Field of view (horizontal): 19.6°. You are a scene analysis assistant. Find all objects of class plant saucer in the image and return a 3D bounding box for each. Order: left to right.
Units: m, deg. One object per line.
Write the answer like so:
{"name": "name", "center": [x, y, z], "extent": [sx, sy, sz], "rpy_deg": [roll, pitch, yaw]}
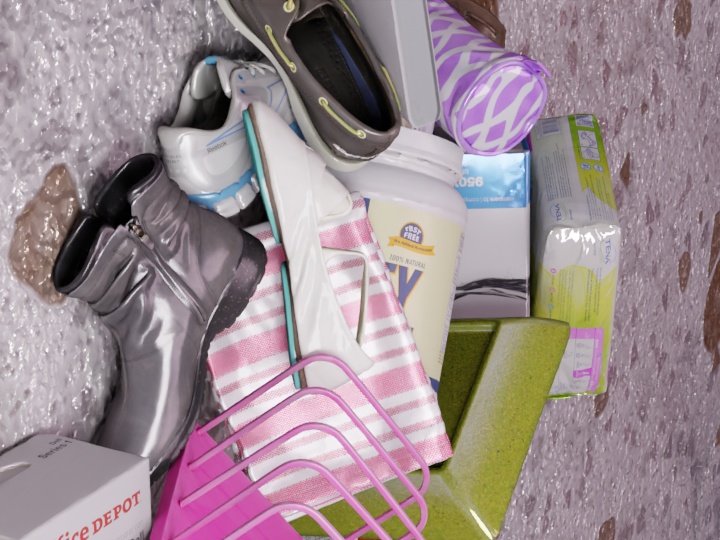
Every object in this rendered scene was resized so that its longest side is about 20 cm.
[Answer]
{"name": "plant saucer", "center": [0.042, 0.109, 1.594], "extent": [0.048, 0.199, 0.201], "rpy_deg": [51, 50, -38]}

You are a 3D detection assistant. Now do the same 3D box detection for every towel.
{"name": "towel", "center": [-0.033, 0.060, 1.427], "extent": [0.030, 0.145, 0.201], "rpy_deg": [-146, -144, -81]}

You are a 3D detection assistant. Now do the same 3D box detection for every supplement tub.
{"name": "supplement tub", "center": [0.000, 0.000, 1.528], "extent": [0.145, 0.144, 0.202], "rpy_deg": [23, 75, -63]}

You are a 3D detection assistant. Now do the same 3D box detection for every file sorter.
{"name": "file sorter", "center": [-0.036, 0.164, 1.302], "extent": [0.139, 0.125, 0.200], "rpy_deg": [50, 18, -17]}

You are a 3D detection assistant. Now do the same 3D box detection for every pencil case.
{"name": "pencil case", "center": [0.057, -0.165, 1.548], "extent": [0.086, 0.200, 0.084], "rpy_deg": [-46, 140, 4]}

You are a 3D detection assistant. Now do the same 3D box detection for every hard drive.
{"name": "hard drive", "center": [-0.002, -0.197, 1.450], "extent": [0.026, 0.200, 0.133], "rpy_deg": [-19, 122, -15]}

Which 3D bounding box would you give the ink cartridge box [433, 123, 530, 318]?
{"name": "ink cartridge box", "center": [0.097, -0.019, 1.733], "extent": [0.145, 0.084, 0.202], "rpy_deg": [-91, 179, -73]}

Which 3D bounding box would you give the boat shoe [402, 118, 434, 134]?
{"name": "boat shoe", "center": [0.015, -0.073, 1.649], "extent": [0.062, 0.072, 0.202], "rpy_deg": [2, 97, -27]}

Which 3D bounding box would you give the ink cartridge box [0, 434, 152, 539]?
{"name": "ink cartridge box", "center": [-0.193, 0.219, 1.254], "extent": [0.146, 0.084, 0.201], "rpy_deg": [-32, 126, -58]}

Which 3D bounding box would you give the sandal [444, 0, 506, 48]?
{"name": "sandal", "center": [0.082, -0.200, 1.659], "extent": [0.202, 0.057, 0.080], "rpy_deg": [70, 16, 8]}

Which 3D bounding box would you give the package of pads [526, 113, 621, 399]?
{"name": "package of pads", "center": [0.172, -0.007, 1.746], "extent": [0.155, 0.068, 0.201], "rpy_deg": [-94, -177, -48]}

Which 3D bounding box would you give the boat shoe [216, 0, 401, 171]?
{"name": "boat shoe", "center": [-0.037, -0.166, 1.403], "extent": [0.072, 0.061, 0.202], "rpy_deg": [-32, 91, -33]}

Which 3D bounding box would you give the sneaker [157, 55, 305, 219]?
{"name": "sneaker", "center": [-0.076, -0.120, 1.430], "extent": [0.200, 0.075, 0.087], "rpy_deg": [-56, 137, -44]}

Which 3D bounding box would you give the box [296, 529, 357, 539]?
{"name": "box", "center": [-0.031, 0.251, 1.557], "extent": [0.200, 0.041, 0.039], "rpy_deg": [-82, 152, -60]}

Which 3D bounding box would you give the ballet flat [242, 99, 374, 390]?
{"name": "ballet flat", "center": [-0.030, -0.019, 1.380], "extent": [0.069, 0.069, 0.202], "rpy_deg": [-26, 107, -60]}

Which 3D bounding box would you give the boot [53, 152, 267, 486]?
{"name": "boot", "center": [-0.152, 0.035, 1.330], "extent": [0.131, 0.070, 0.201], "rpy_deg": [35, 73, -45]}
